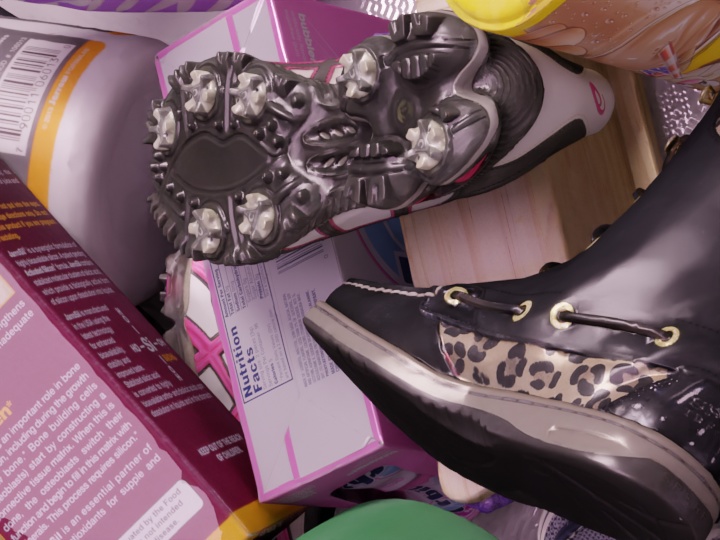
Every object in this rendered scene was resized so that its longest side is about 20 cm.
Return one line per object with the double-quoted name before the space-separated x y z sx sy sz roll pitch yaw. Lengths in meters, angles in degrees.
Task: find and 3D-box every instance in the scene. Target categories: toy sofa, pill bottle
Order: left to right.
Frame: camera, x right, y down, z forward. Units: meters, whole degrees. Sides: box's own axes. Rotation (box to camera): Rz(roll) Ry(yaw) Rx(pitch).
"pill bottle" -0.174 -0.054 1.247 0.199 0.116 0.117 10 91 26
"toy sofa" 0.074 -0.010 1.089 0.097 0.083 0.201 -22 71 29

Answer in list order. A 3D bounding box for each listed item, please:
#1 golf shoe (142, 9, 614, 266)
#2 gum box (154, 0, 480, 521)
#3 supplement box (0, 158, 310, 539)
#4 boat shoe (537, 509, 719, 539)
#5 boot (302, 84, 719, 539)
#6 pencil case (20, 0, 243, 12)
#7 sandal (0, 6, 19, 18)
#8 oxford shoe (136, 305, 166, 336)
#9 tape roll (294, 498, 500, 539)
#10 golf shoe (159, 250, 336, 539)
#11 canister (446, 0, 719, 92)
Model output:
"golf shoe" 0.000 -0.042 1.043 0.199 0.088 0.078 -7 85 49
"gum box" 0.000 0.000 1.141 0.066 0.113 0.201 -27 68 34
"supplement box" -0.131 0.058 1.127 0.110 0.086 0.200 -44 82 14
"boat shoe" 0.129 0.089 0.945 0.199 0.093 0.075 -21 107 36
"boot" 0.084 0.003 0.987 0.154 0.073 0.203 -53 35 -12
"pencil case" -0.080 -0.146 1.178 0.085 0.199 0.084 -3 94 45
"sandal" -0.148 -0.081 1.332 0.199 0.043 0.076 20 105 31
"oxford shoe" -0.143 0.022 1.297 0.200 0.071 0.072 51 154 43
"tape roll" 0.028 0.185 1.080 0.200 0.048 0.201 28 131 37
"golf shoe" -0.035 0.054 1.205 0.092 0.073 0.201 -5 77 10
"canister" 0.130 -0.125 0.990 0.148 0.200 0.087 -43 59 28
